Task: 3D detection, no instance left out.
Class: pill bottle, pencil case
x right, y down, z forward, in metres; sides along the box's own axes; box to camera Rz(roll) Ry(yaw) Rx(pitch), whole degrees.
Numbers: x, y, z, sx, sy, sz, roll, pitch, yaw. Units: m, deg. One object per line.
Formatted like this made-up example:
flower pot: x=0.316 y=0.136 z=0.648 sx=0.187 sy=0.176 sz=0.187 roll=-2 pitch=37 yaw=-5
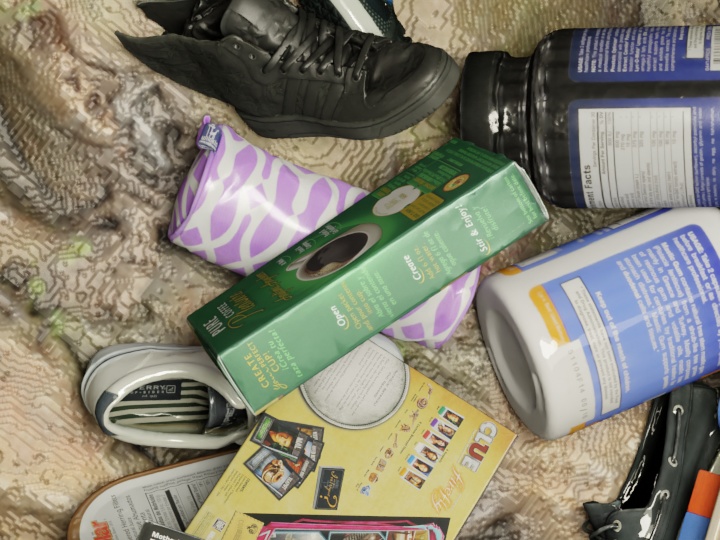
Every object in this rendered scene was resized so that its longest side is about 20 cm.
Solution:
pill bottle: x=0.183 y=0.020 z=1.429 sx=0.199 sy=0.112 sz=0.113 roll=-21 pitch=95 yaw=-12
pencil case: x=-0.022 y=-0.022 z=1.400 sx=0.199 sy=0.084 sz=0.086 roll=25 pitch=42 yaw=-13
pill bottle: x=0.165 y=-0.094 z=1.398 sx=0.199 sy=0.112 sz=0.112 roll=0 pitch=91 yaw=12

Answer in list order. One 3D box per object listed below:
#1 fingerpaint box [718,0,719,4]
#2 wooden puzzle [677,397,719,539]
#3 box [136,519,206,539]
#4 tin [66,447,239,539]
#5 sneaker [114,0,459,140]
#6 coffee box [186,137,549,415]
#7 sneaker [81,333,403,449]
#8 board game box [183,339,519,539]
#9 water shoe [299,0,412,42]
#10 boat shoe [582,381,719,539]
fingerpaint box: x=0.283 y=-0.206 z=1.404 sx=0.073 sy=0.200 sz=0.168 roll=-20 pitch=95 yaw=-13
wooden puzzle: x=0.260 y=0.128 z=1.443 sx=0.185 sy=0.046 sz=0.201 roll=23 pitch=87 yaw=-56
box: x=-0.054 y=0.253 z=1.210 sx=0.199 sy=0.048 sz=0.194 roll=19 pitch=57 yaw=-2
tin: x=-0.078 y=0.153 z=1.369 sx=0.199 sy=0.112 sz=0.042 roll=-13 pitch=120 yaw=-13
sneaker: x=-0.044 y=-0.129 z=1.352 sx=0.104 sy=0.199 sz=0.060 roll=49 pitch=55 yaw=-34
coffee box: x=0.000 y=0.000 z=1.301 sx=0.200 sy=0.123 sz=0.044 roll=-34 pitch=106 yaw=-7
sneaker: x=-0.068 y=0.079 z=1.384 sx=0.199 sy=0.071 sz=0.073 roll=-6 pitch=116 yaw=-8
board game box: x=-0.016 y=0.143 z=1.313 sx=0.135 sy=0.035 sz=0.200 roll=33 pitch=68 yaw=4
water shoe: x=-0.003 y=-0.191 z=1.404 sx=0.079 sy=0.071 sz=0.200 roll=-36 pitch=100 yaw=-15
boat shoe: x=0.175 y=0.155 z=1.449 sx=0.066 sy=0.074 sz=0.200 roll=32 pitch=83 yaw=-9
